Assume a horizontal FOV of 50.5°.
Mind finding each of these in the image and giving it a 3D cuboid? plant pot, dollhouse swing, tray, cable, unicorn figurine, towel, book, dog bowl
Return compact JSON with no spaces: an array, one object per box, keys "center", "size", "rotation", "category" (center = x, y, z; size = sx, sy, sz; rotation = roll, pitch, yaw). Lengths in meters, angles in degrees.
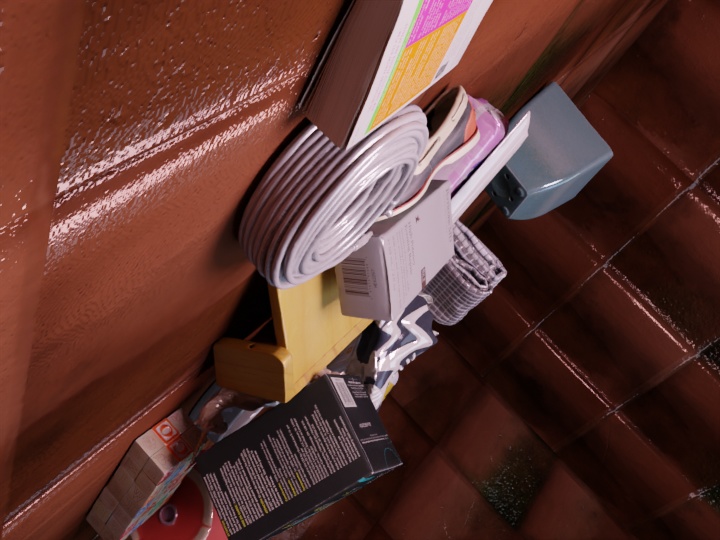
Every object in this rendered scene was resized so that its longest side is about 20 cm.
[{"center":[0.355,-0.221,1.574],"size":[0.198,0.198,0.196],"rotation":[-33,168,-23],"category":"plant pot"},{"center":[-0.085,0.021,0.917],"size":[0.178,0.180,0.199],"rotation":[4,-148,40],"category":"dollhouse swing"},{"center":[-0.271,0.382,1.211],"size":[0.200,0.200,0.178],"rotation":[-45,163,-5],"category":"plant pot"},{"center":[0.164,-0.124,1.040],"size":[0.201,0.022,0.107],"rotation":[-49,176,3],"category":"tray"},{"center":[-0.021,-0.072,0.669],"size":[0.199,0.069,0.201],"rotation":[-38,168,-43],"category":"cable"},{"center":[-0.128,0.164,1.007],"size":[0.198,0.075,0.137],"rotation":[-38,158,15],"category":"unicorn figurine"},{"center":[0.113,-0.018,1.192],"size":[0.085,0.200,0.166],"rotation":[-41,173,-24],"category":"towel"},{"center":[0.050,-0.187,0.568],"size":[0.199,0.048,0.135],"rotation":[-41,168,-45],"category":"book"},{"center":[-0.172,0.182,1.164],"size":[0.200,0.059,0.200],"rotation":[-45,172,-7],"category":"dog bowl"}]

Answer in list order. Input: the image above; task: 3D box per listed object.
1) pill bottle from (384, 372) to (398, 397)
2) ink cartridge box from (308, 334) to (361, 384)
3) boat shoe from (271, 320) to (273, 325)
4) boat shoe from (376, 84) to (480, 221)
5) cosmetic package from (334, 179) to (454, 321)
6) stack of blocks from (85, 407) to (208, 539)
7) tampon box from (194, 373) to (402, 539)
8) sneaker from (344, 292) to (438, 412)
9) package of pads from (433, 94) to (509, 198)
[{"center":[-0.006,0.180,1.258],"size":[0.201,0.111,0.112],"rotation":[-52,173,-4],"category":"pill bottle"},{"center":[-0.025,0.098,1.213],"size":[0.197,0.047,0.202],"rotation":[-35,-158,48],"category":"ink cartridge box"},{"center":[-0.111,0.100,1.075],"size":[0.070,0.071,0.198],"rotation":[-21,175,31],"category":"boat shoe"},{"center":[0.058,-0.129,0.851],"size":[0.199,0.070,0.063],"rotation":[-41,129,-22],"category":"boat shoe"},{"center":[0.044,-0.031,0.893],"size":[0.200,0.072,0.104],"rotation":[-41,130,-52],"category":"cosmetic package"},{"center":[-0.281,0.275,1.030],"size":[0.201,0.059,0.115],"rotation":[-52,171,34],"category":"stack of blocks"},{"center":[-0.073,0.234,0.944],"size":[0.197,0.128,0.150],"rotation":[-32,164,10],"category":"tampon box"},{"center":[0.052,0.117,1.060],"size":[0.127,0.079,0.205],"rotation":[2,99,-33],"category":"sneaker"},{"center":[0.111,-0.140,1.025],"size":[0.201,0.076,0.120],"rotation":[-49,170,20],"category":"package of pads"}]
